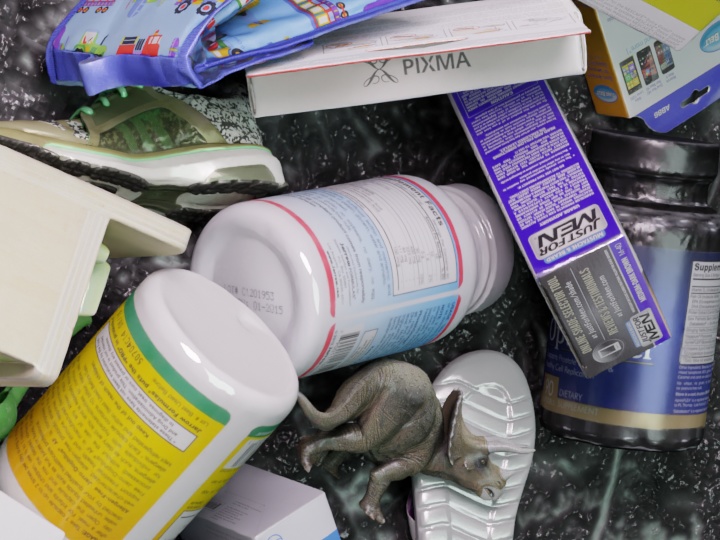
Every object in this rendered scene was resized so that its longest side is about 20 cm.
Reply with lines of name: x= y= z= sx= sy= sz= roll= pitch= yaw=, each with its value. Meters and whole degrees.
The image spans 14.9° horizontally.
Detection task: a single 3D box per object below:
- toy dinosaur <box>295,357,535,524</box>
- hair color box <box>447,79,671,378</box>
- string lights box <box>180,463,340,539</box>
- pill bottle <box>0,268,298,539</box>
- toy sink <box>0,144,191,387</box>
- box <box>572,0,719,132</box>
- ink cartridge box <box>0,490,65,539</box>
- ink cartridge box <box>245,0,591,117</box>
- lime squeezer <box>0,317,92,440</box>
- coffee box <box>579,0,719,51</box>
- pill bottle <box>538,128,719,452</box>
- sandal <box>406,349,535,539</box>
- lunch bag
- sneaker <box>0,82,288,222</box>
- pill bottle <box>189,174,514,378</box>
toy dinosaur: x=0.012 y=0.091 z=1.708 sx=0.102 sy=0.077 sz=0.200 roll=-46 pitch=135 yaw=2
hair color box: x=0.117 y=-0.045 z=1.688 sx=0.065 sy=0.201 sz=0.109 roll=-25 pitch=138 yaw=5
string lights box: x=-0.041 y=0.226 z=1.704 sx=0.059 sy=0.103 sz=0.201 roll=-30 pitch=114 yaw=-27
pill bottle: x=-0.137 y=0.104 z=1.577 sx=0.112 sy=0.113 sz=0.200 roll=28 pitch=114 yaw=-34
toy sink: x=-0.216 y=-0.003 z=1.516 sx=0.199 sy=0.130 sz=0.113 roll=24 pitch=77 yaw=-31
box: x=0.187 y=-0.195 z=1.821 sx=0.119 sy=0.041 sz=0.201 roll=-31 pitch=116 yaw=-26
ink cartridge box: x=-0.242 y=0.133 z=1.496 sx=0.117 sy=0.200 sz=0.068 roll=36 pitch=79 yaw=-33
ink cartridge box: x=0.032 y=-0.121 z=1.599 sx=0.199 sy=0.174 sz=0.044 roll=-7 pitch=104 yaw=0
lime squeezer: x=-0.238 y=0.069 z=1.585 sx=0.199 sy=0.038 sz=0.071 roll=-8 pitch=103 yaw=-31
coffee box: x=0.172 y=-0.293 z=1.632 sx=0.199 sy=0.198 sz=0.201 roll=25 pitch=48 yaw=-20
pill bottle: x=0.182 y=0.012 z=1.810 sx=0.111 sy=0.112 sz=0.201 roll=2 pitch=97 yaw=-34
sandal: x=0.064 y=0.152 z=1.794 sx=0.082 sy=0.050 sz=0.204 roll=10 pitch=78 yaw=-15
lunch bag: x=-0.082 y=-0.157 z=1.569 sx=0.200 sy=0.150 sz=0.095 roll=-35 pitch=116 yaw=-30
sneaker: x=-0.140 y=-0.082 z=1.621 sx=0.199 sy=0.077 sz=0.089 roll=5 pitch=65 yaw=-33
pill bottle: x=0.000 y=0.000 z=1.676 sx=0.199 sy=0.108 sz=0.110 roll=-12 pitch=105 yaw=-47
